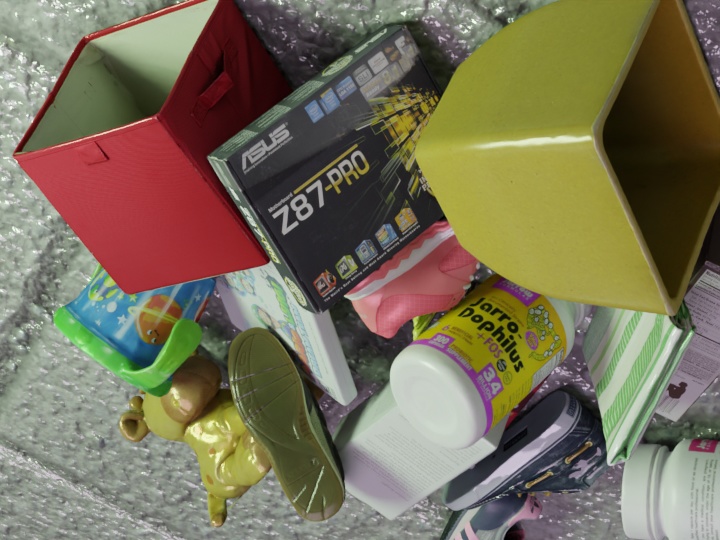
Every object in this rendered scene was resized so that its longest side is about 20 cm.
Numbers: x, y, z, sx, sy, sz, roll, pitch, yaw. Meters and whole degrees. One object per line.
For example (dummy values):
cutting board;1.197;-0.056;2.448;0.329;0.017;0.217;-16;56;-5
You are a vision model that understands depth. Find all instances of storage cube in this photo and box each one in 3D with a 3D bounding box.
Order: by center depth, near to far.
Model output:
storage cube;-0.165;-0.110;1.515;0.198;0.172;0.180;-11;130;32

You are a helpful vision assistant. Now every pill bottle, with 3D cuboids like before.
pill bottle;0.125;0.066;1.546;0.104;0.200;0.105;30;141;28
pill bottle;0.365;0.226;1.688;0.198;0.114;0.114;2;136;21

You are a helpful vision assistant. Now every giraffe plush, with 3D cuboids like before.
giraffe plush;-0.157;0.151;1.814;0.162;0.173;0.200;38;121;-2

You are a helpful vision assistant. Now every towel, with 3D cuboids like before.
towel;0.234;0.059;1.472;0.023;0.201;0.154;16;117;-10

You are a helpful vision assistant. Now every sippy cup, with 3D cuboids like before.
sippy cup;-0.218;0.036;1.711;0.177;0.131;0.140;35;179;18

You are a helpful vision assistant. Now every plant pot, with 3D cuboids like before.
plant pot;0.163;-0.098;1.379;0.198;0.196;0.195;0;136;35

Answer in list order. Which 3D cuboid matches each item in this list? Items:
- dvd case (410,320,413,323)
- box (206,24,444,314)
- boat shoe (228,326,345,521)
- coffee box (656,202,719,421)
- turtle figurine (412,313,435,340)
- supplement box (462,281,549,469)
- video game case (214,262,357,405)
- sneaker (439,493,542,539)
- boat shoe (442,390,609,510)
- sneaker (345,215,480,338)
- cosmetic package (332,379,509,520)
dvd case;0.031;-0.036;1.621;0.149;0.025;0.201;25;139;-3
box;-0.007;-0.087;1.443;0.162;0.199;0.049;59;164;-20
boat shoe;-0.071;0.153;1.699;0.071;0.066;0.202;-27;83;7
coffee box;0.299;0.025;1.501;0.079;0.114;0.201;24;139;-4
turtle figurine;0.000;0.000;1.606;0.161;0.065;0.200;34;154;9
supplement box;0.113;0.109;1.714;0.108;0.061;0.201;27;139;-4
video game case;-0.090;0.025;1.667;0.181;0.024;0.201;33;155;36
sneaker;0.136;0.299;1.902;0.081;0.070;0.201;27;141;0
boat shoe;0.177;0.210;1.772;0.091;0.071;0.200;37;126;-18
sneaker;0.076;-0.013;1.517;0.199;0.074;0.087;-30;113;-3
cosmetic package;0.054;0.163;1.698;0.101;0.072;0.200;37;138;-11
